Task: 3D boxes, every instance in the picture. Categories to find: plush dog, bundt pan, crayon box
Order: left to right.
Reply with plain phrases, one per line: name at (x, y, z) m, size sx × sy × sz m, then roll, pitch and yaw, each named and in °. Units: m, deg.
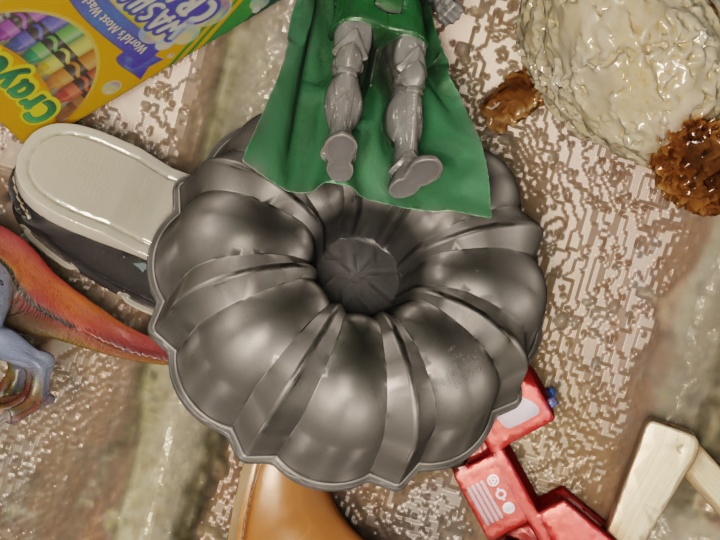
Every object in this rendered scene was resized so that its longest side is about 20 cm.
crayon box at (-0.138, -0.135, 1.008) m, size 0.200 × 0.126 × 0.052 m, roll -29°, pitch 62°, yaw 7°
bundt pan at (0.000, 0.000, 0.998) m, size 0.202 × 0.076 × 0.202 m, roll 4°, pitch 70°, yaw -10°
plush dog at (0.126, -0.108, 0.972) m, size 0.160 × 0.172 × 0.200 m, roll -26°, pitch 95°, yaw 7°

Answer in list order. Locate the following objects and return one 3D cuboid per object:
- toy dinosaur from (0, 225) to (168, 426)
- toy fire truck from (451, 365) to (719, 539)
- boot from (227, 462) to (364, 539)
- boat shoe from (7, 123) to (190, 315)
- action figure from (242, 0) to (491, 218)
toy dinosaur at (-0.204, -0.018, 1.045) m, size 0.200 × 0.105 × 0.182 m, roll -17°, pitch 101°, yaw -6°
toy fire truck at (0.132, 0.121, 1.062) m, size 0.141 × 0.049 × 0.200 m, roll -28°, pitch 94°, yaw 6°
boot at (0.020, 0.164, 1.045) m, size 0.155 × 0.074 × 0.200 m, roll 3°, pitch 112°, yaw 23°
boat shoe at (-0.086, -0.004, 1.056) m, size 0.200 × 0.060 × 0.074 m, roll 24°, pitch 62°, yaw -4°
action figure at (0.008, -0.121, 0.990) m, size 0.118 × 0.200 × 0.055 m, roll 15°, pitch 140°, yaw -18°
